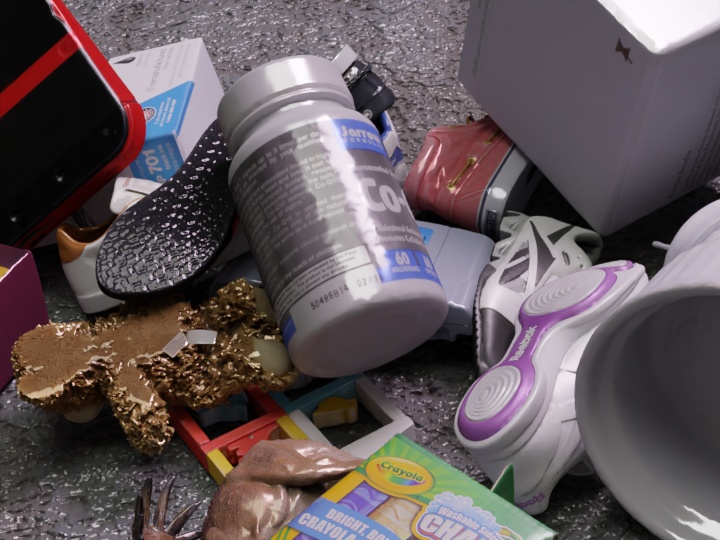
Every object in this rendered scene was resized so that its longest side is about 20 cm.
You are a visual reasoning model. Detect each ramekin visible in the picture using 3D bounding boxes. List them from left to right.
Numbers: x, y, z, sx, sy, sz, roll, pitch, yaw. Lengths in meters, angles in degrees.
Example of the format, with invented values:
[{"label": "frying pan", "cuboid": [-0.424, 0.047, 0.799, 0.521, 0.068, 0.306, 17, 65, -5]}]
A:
[{"label": "ramekin", "cuboid": [0.239, 0.075, 0.944, 0.199, 0.202, 0.098, 16, 35, 25]}]

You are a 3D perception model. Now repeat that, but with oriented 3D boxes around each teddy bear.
[{"label": "teddy bear", "cuboid": [-0.137, 0.065, 1.079, 0.199, 0.067, 0.145, -23, 51, -17]}]

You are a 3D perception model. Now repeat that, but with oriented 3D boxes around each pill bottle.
[{"label": "pill bottle", "cuboid": [-0.025, -0.039, 1.070, 0.113, 0.114, 0.201, -16, 66, -13]}]

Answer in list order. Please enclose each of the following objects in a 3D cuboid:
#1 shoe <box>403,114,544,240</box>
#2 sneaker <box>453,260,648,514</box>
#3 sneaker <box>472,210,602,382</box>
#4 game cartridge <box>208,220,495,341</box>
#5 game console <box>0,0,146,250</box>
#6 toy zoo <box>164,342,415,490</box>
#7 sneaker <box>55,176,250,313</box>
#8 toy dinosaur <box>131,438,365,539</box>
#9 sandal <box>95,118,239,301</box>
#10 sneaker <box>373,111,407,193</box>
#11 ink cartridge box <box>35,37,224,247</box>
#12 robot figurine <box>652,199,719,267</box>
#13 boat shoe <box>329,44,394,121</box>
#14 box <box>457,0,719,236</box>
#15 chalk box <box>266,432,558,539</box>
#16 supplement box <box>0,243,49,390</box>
[{"label": "shoe", "cuboid": [0.112, -0.108, 1.283, 0.090, 0.072, 0.200, 19, 49, 20]}, {"label": "sneaker", "cuboid": [0.136, 0.074, 1.035, 0.075, 0.100, 0.200, -3, 37, 48]}, {"label": "sneaker", "cuboid": [0.130, 0.024, 1.113, 0.088, 0.074, 0.201, 5, 40, 16]}, {"label": "game cartridge", "cuboid": [0.000, 0.000, 1.172, 0.198, 0.041, 0.133, 6, 24, 12]}, {"label": "game console", "cuboid": [-0.278, -0.110, 1.195, 0.200, 0.031, 0.177, -39, 82, 12]}, {"label": "toy zoo", "cuboid": [-0.053, 0.102, 1.081, 0.131, 0.021, 0.200, -24, 42, -22]}, {"label": "sneaker", "cuboid": [-0.137, -0.041, 1.173, 0.199, 0.085, 0.073, -23, 16, 5]}, {"label": "toy dinosaur", "cuboid": [-0.067, 0.150, 0.961, 0.135, 0.086, 0.200, 18, 44, 34]}, {"label": "sandal", "cuboid": [-0.119, -0.039, 1.126, 0.075, 0.045, 0.200, 26, 50, 11]}, {"label": "sneaker", "cuboid": [-0.007, -0.125, 1.306, 0.075, 0.089, 0.200, -16, 39, -16]}, {"label": "ink cartridge box", "cuboid": [-0.218, -0.100, 1.275, 0.199, 0.086, 0.147, -10, 37, 12]}, {"label": "robot figurine", "cuboid": [0.282, 0.023, 1.064, 0.168, 0.114, 0.200, -10, 37, -22]}, {"label": "boat shoe", "cuboid": [-0.050, -0.088, 1.220, 0.060, 0.200, 0.076, 41, 41, -4]}, {"label": "box", "cuboid": [0.203, -0.180, 1.174, 0.171, 0.200, 0.200, -27, 60, -23]}, {"label": "chalk box", "cuboid": [0.031, 0.189, 0.877, 0.200, 0.125, 0.124, -35, 47, -30]}, {"label": "supplement box", "cuboid": [-0.345, 0.027, 1.158, 0.199, 0.086, 0.110, 13, 42, 22]}]
